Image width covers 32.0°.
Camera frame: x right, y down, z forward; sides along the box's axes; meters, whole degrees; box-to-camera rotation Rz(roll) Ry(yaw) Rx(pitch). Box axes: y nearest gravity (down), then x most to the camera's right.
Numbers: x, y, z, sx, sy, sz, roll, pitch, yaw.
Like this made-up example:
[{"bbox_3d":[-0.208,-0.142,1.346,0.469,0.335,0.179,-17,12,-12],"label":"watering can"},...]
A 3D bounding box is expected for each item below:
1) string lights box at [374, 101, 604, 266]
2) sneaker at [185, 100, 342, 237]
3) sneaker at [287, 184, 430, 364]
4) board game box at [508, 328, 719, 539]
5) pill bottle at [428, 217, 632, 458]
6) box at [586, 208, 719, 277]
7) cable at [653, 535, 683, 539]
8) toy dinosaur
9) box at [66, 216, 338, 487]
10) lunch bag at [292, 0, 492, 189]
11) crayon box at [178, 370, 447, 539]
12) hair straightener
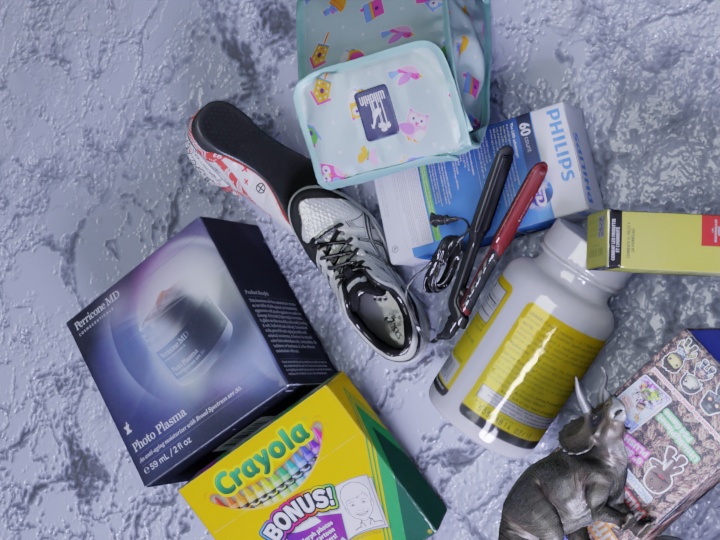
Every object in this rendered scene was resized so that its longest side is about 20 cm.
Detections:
[{"bbox_3d":[0.117,-0.078,1.176,0.199,0.059,0.103,-15,81,25],"label":"string lights box"},{"bbox_3d":[-0.095,-0.091,1.283,0.201,0.108,0.067,40,76,-11],"label":"sneaker"},{"bbox_3d":[0.000,0.000,1.192,0.076,0.088,0.200,-38,86,7],"label":"sneaker"},{"bbox_3d":[0.248,0.149,1.042,0.200,0.159,0.097,-47,69,18],"label":"board game box"},{"bbox_3d":[0.156,0.058,1.120,0.111,0.111,0.200,37,104,24],"label":"pill bottle"},{"bbox_3d":[0.291,-0.020,1.028,0.199,0.075,0.050,3,87,-2],"label":"box"},{"bbox_3d":[0.254,0.281,1.035,0.097,0.200,0.050,33,68,14],"label":"cable"},{"bbox_3d":[0.159,0.179,0.967,0.200,0.077,0.102,-50,57,22],"label":"toy dinosaur"},{"bbox_3d":[-0.162,0.083,1.275,0.200,0.123,0.199,-37,71,20],"label":"box"},{"bbox_3d":[0.031,-0.180,1.168,0.170,0.122,0.201,-13,61,27],"label":"lunch bag"},{"bbox_3d":[-0.048,0.223,1.215,0.200,0.058,0.173,-37,92,21],"label":"crayon box"},{"bbox_3d":[0.095,-0.024,1.139,0.077,0.041,0.200,31,111,20],"label":"hair straightener"}]
